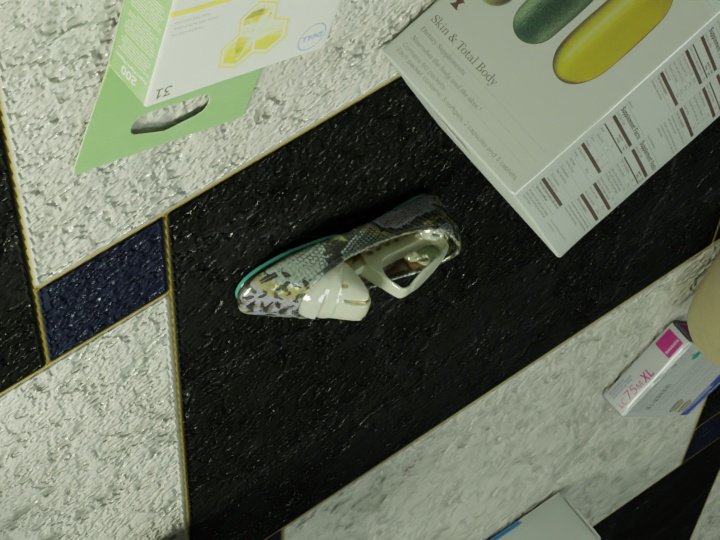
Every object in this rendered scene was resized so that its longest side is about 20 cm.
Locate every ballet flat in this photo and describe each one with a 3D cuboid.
[{"bbox_3d":[0.000,0.000,1.624,0.200,0.072,0.072,-25,152,-32],"label":"ballet flat"}]

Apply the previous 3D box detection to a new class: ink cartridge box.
[{"bbox_3d":[0.366,0.115,2.422,0.119,0.042,0.200,-49,153,19],"label":"ink cartridge box"},{"bbox_3d":[-0.087,-0.132,1.284,0.145,0.048,0.200,-23,149,-37],"label":"ink cartridge box"},{"bbox_3d":[0.202,0.377,2.581,0.146,0.086,0.200,-31,157,-19],"label":"ink cartridge box"}]

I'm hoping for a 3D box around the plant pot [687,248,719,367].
[{"bbox_3d":[0.437,0.022,2.224,0.187,0.187,0.200,-19,163,-40],"label":"plant pot"}]

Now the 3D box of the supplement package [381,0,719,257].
[{"bbox_3d":[0.152,-0.146,1.487,0.200,0.152,0.151,-41,156,2],"label":"supplement package"}]
